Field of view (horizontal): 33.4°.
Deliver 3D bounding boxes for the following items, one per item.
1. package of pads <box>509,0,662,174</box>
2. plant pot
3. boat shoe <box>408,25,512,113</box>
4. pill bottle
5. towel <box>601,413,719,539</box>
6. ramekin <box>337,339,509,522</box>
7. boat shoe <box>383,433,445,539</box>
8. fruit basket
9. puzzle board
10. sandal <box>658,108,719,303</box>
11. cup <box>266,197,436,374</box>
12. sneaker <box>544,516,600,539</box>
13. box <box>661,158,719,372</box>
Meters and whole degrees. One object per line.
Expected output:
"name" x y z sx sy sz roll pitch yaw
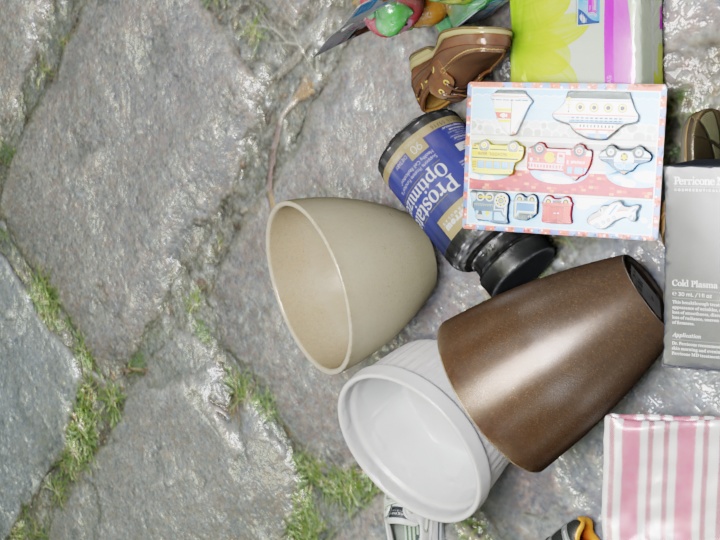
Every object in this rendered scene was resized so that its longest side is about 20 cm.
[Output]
"package of pads" 0.227 -0.194 1.226 0.154 0.068 0.200 3 98 38
"plant pot" 0.214 0.076 1.224 0.200 0.187 0.187 -37 74 23
"boat shoe" 0.107 -0.213 1.273 0.200 0.072 0.068 168 103 -72
"pill bottle" 0.118 -0.071 1.305 0.200 0.112 0.112 53 124 20
"towel" 0.339 0.216 1.182 0.200 0.030 0.146 1 98 15
"ramekin" 0.082 0.171 1.341 0.200 0.105 0.200 28 138 29
"boat shoe" 0.062 0.288 1.434 0.074 0.067 0.200 -12 89 39
"fruit basket" 0.060 -0.275 1.229 0.094 0.200 0.185 58 163 -4
"puzzle board" 0.198 -0.110 1.189 0.200 0.017 0.151 5 99 22
"sandal" 0.320 -0.058 1.171 0.055 0.082 0.200 13 107 54
"cup" 0.000 0.000 1.362 0.200 0.143 0.200 43 143 45
"sneaker" 0.271 0.347 1.273 0.200 0.078 0.077 44 115 26
"box" 0.375 -0.005 1.048 0.200 0.104 0.182 4 101 31
